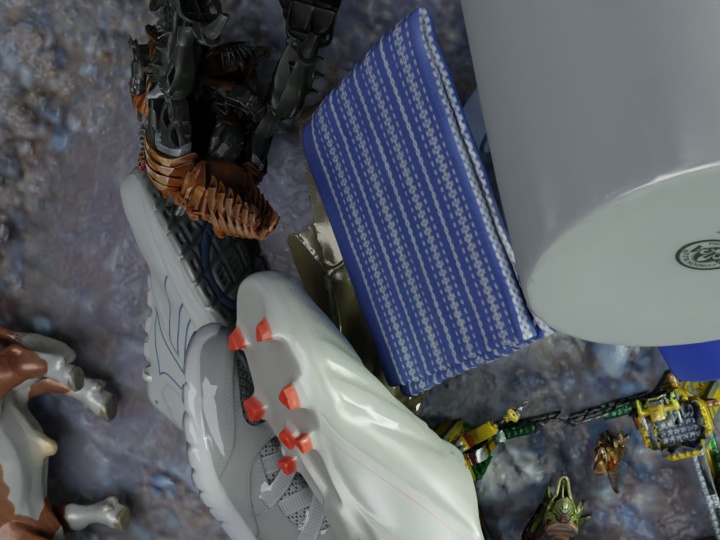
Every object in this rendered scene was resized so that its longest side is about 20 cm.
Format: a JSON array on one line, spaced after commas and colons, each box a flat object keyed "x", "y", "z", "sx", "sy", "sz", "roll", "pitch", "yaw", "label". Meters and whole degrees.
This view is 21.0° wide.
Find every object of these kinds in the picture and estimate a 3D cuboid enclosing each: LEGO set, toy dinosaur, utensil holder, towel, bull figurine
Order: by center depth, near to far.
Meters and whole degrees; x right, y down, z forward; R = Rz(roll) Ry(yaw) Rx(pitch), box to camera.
[{"x": 0.123, "y": -0.092, "z": 0.762, "sx": 0.169, "sy": 0.170, "sz": 0.201, "roll": -20, "pitch": 62, "yaw": 24, "label": "utensil holder"}, {"x": 0.025, "y": -0.023, "z": 0.862, "sx": 0.024, "sy": 0.200, "sz": 0.146, "roll": -19, "pitch": 86, "yaw": -17, "label": "towel"}, {"x": -0.067, "y": -0.077, "z": 0.948, "sx": 0.200, "sy": 0.102, "sz": 0.136, "roll": 43, "pitch": 124, "yaw": 37, "label": "toy dinosaur"}, {"x": 0.106, "y": 0.137, "z": 0.971, "sx": 0.199, "sy": 0.116, "sz": 0.155, "roll": -7, "pitch": 103, "yaw": 22, "label": "LEGO set"}, {"x": -0.198, "y": 0.124, "z": 1.104, "sx": 0.121, "sy": 0.065, "sz": 0.201, "roll": -2, "pitch": 109, "yaw": 17, "label": "bull figurine"}]

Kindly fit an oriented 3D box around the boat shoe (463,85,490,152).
[{"x": 0.128, "y": -0.115, "z": 0.916, "sx": 0.065, "sy": 0.074, "sz": 0.200, "roll": 49, "pitch": 116, "yaw": 6, "label": "boat shoe"}]

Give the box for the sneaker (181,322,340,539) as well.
[{"x": -0.030, "y": 0.111, "z": 0.986, "sx": 0.082, "sy": 0.075, "sz": 0.201, "roll": -19, "pitch": 109, "yaw": 10, "label": "sneaker"}]

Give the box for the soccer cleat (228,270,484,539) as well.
[{"x": 0.005, "y": 0.085, "z": 0.925, "sx": 0.201, "sy": 0.077, "sz": 0.069, "roll": 63, "pitch": 155, "yaw": -3, "label": "soccer cleat"}]

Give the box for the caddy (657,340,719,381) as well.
[{"x": 0.200, "y": -0.034, "z": 0.876, "sx": 0.199, "sy": 0.141, "sz": 0.105, "roll": -21, "pitch": 100, "yaw": 23, "label": "caddy"}]

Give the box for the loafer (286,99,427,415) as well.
[{"x": 0.000, "y": 0.000, "z": 1.000, "sx": 0.067, "sy": 0.076, "sz": 0.201, "roll": 5, "pitch": 97, "yaw": 19, "label": "loafer"}]

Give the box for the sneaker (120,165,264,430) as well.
[{"x": -0.086, "y": 0.039, "z": 1.042, "sx": 0.087, "sy": 0.074, "sz": 0.201, "roll": -20, "pitch": 97, "yaw": 29, "label": "sneaker"}]
